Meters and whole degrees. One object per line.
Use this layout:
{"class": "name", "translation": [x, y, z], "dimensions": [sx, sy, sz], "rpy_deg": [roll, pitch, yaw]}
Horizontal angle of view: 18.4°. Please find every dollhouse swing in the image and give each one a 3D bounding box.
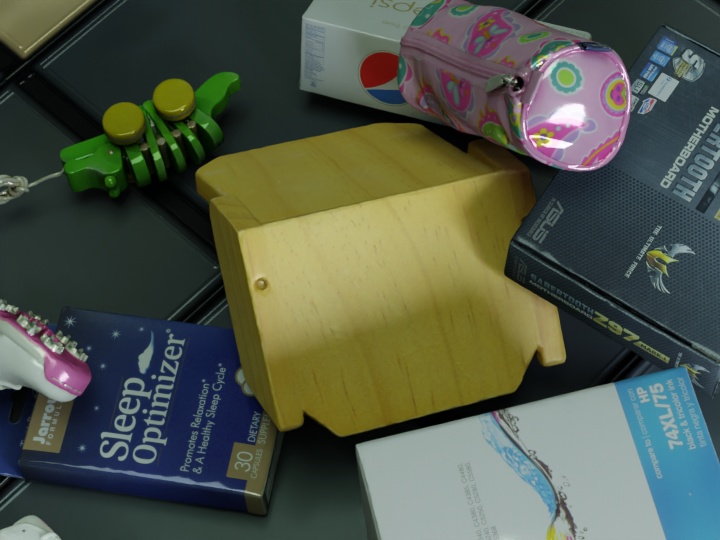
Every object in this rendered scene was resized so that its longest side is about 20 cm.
{"class": "dollhouse swing", "translation": [0.000, 0.000, 1.490], "dimensions": [0.198, 0.176, 0.183], "rpy_deg": [-13, 95, -17]}

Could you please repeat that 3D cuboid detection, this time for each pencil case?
{"class": "pencil case", "translation": [0.095, -0.122, 1.421], "dimensions": [0.087, 0.088, 0.200], "rpy_deg": [-30, 25, -13]}

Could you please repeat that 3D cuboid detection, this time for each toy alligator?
{"class": "toy alligator", "translation": [-0.164, -0.078, 1.563], "dimensions": [0.199, 0.059, 0.054], "rpy_deg": [-27, 60, -12]}

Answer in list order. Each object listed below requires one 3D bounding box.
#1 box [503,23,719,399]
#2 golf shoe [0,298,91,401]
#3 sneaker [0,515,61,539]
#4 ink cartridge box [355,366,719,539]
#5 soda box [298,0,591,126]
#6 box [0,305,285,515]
{"class": "box", "translation": [0.207, -0.041, 1.408], "dimensions": [0.157, 0.051, 0.200], "rpy_deg": [31, 67, 13]}
{"class": "golf shoe", "translation": [-0.258, 0.055, 1.474], "dimensions": [0.199, 0.075, 0.092], "rpy_deg": [27, 87, 38]}
{"class": "sneaker", "translation": [-0.189, 0.195, 1.391], "dimensions": [0.198, 0.078, 0.100], "rpy_deg": [-3, 55, 2]}
{"class": "ink cartridge box", "translation": [0.110, 0.171, 1.282], "dimensions": [0.198, 0.147, 0.147], "rpy_deg": [-13, 59, -4]}
{"class": "soda box", "translation": [0.060, -0.148, 1.575], "dimensions": [0.198, 0.064, 0.068], "rpy_deg": [15, 41, 13]}
{"class": "box", "translation": [-0.148, 0.090, 1.477], "dimensions": [0.198, 0.032, 0.122], "rpy_deg": [6, 59, 10]}
